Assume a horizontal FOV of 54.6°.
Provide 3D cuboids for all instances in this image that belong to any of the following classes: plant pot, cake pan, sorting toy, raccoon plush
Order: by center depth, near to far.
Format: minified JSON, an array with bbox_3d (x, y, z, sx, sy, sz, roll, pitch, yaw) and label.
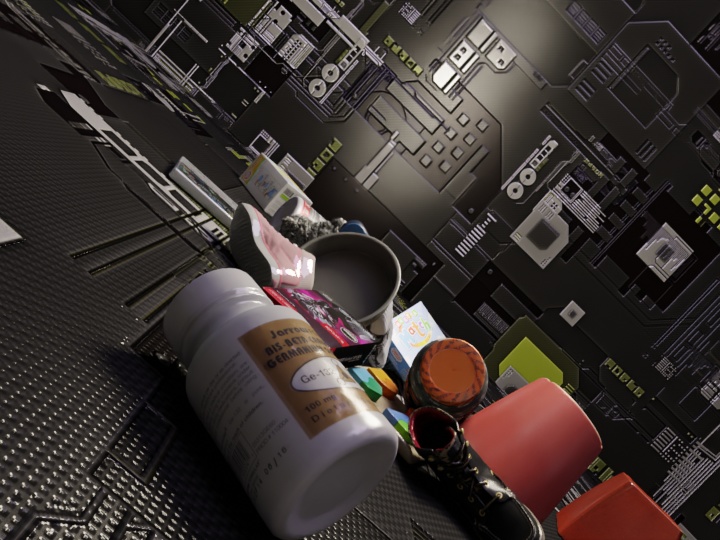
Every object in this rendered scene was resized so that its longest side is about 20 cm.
[{"bbox_3d":[0.045,0.203,1.030,0.185,0.037,0.200,46,5,24],"label":"sorting toy"},{"bbox_3d":[0.262,0.277,1.084,0.201,0.177,0.201,53,-7,10],"label":"plant pot"},{"bbox_3d":[-0.032,0.022,1.135,0.200,0.199,0.037,47,-22,35],"label":"cake pan"},{"bbox_3d":[-0.078,-0.044,1.346,0.133,0.098,0.200,1,29,-32],"label":"raccoon plush"},{"bbox_3d":[0.538,0.534,1.431,0.200,0.176,0.200,44,5,16],"label":"plant pot"}]

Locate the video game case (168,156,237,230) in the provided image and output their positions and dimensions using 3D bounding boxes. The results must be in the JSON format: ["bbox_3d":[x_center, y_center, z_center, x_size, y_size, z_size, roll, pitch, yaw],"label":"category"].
[{"bbox_3d":[-0.278,-0.133,1.336,0.200,0.023,0.182,43,4,-18],"label":"video game case"}]

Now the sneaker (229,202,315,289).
[{"bbox_3d":[-0.137,-0.026,1.106,0.104,0.076,0.201,9,34,-37],"label":"sneaker"}]

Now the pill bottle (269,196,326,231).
[{"bbox_3d":[-0.107,-0.065,1.596,0.200,0.114,0.114,41,5,-26],"label":"pill bottle"}]

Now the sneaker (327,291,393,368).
[{"bbox_3d":[-0.004,0.099,1.218,0.113,0.076,0.201,12,-34,10],"label":"sneaker"}]

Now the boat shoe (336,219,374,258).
[{"bbox_3d":[0.000,0.000,1.254,0.069,0.083,0.202,-66,151,-61],"label":"boat shoe"}]

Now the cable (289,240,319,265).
[{"bbox_3d":[-0.088,0.006,1.300,0.163,0.051,0.200,37,-9,-17],"label":"cable"}]

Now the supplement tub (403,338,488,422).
[{"bbox_3d":[0.133,0.181,1.107,0.122,0.122,0.200,44,-17,15],"label":"supplement tub"}]

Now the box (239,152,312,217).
[{"bbox_3d":[-0.238,-0.223,1.940,0.112,0.101,0.200,38,7,-45],"label":"box"}]

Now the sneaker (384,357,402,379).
[{"bbox_3d":[0.069,0.176,1.367,0.200,0.078,0.086,42,24,-1],"label":"sneaker"}]

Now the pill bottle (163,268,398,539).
[{"bbox_3d":[-0.071,0.094,0.547,0.200,0.114,0.114,46,6,32],"label":"pill bottle"}]

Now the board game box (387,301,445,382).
[{"bbox_3d":[0.126,0.171,1.340,0.201,0.037,0.151,55,38,8],"label":"board game box"}]

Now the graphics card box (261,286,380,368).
[{"bbox_3d":[-0.060,0.081,0.956,0.125,0.051,0.200,40,9,19],"label":"graphics card box"}]

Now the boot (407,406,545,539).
[{"bbox_3d":[0.141,0.268,0.895,0.151,0.073,0.200,55,-4,-27],"label":"boot"}]
